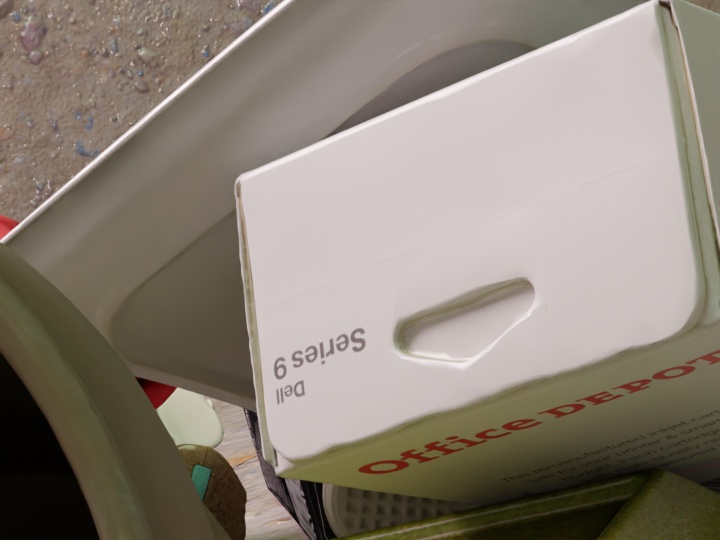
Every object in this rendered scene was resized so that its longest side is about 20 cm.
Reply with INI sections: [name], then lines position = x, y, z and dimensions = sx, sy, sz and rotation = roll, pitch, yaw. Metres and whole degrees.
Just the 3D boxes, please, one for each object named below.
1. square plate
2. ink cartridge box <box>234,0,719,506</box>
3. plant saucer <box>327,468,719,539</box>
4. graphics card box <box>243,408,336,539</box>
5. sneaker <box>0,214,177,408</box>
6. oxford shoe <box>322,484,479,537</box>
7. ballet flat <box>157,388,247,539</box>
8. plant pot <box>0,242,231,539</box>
[square plate]
position = 0.012, -0.018, 0.743
dimensions = 0.200, 0.028, 0.198
rotation = -37, -31, 20
[ink cartridge box]
position = 0.086, 0.008, 0.686
dimensions = 0.145, 0.088, 0.200
rotation = -22, -21, 37
[plant saucer]
position = 0.004, 0.101, 0.635
dimensions = 0.199, 0.048, 0.200
rotation = -14, 5, 19
[graphics card box]
position = 0.025, 0.061, 1.025
dimensions = 0.125, 0.051, 0.200
rotation = -16, 4, -8
[sneaker]
position = -0.108, 0.023, 0.886
dimensions = 0.115, 0.079, 0.200
rotation = -3, 17, 7
[oxford shoe]
position = 0.064, 0.035, 0.896
dimensions = 0.200, 0.075, 0.058
rotation = -40, 13, -22
[ballet flat]
position = -0.077, 0.079, 0.966
dimensions = 0.068, 0.073, 0.200
rotation = 17, -1, -10
[plant pot]
position = -0.093, 0.084, 0.451
dimensions = 0.199, 0.201, 0.173
rotation = -15, -11, 16
